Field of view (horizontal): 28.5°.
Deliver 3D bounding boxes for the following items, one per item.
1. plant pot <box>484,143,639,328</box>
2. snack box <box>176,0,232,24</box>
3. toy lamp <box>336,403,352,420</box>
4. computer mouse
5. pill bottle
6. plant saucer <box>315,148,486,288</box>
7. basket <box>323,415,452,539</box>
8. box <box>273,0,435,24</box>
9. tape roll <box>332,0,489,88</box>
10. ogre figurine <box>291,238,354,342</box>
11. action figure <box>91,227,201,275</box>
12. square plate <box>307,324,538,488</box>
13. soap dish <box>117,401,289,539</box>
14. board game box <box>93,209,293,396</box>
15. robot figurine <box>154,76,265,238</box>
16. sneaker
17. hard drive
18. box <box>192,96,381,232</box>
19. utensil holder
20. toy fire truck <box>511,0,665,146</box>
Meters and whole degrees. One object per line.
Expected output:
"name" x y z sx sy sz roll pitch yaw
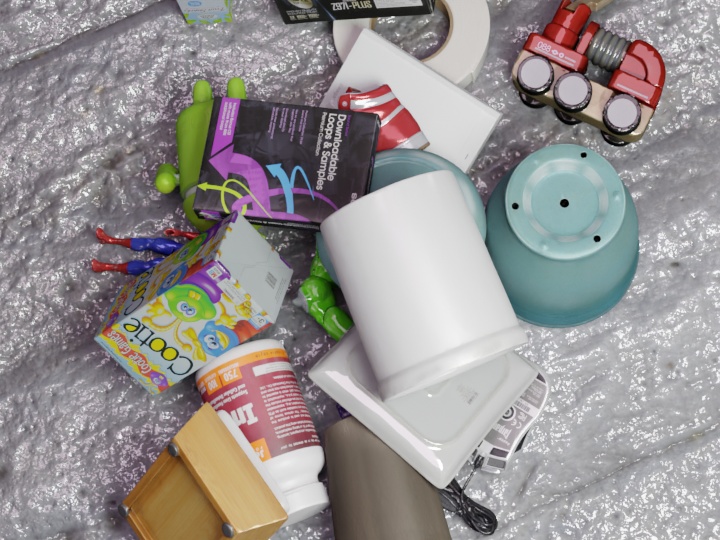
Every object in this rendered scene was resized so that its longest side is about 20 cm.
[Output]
"plant pot" 0.233 -0.052 1.637 0.198 0.188 0.202 -1 75 4
"snack box" -0.205 -0.426 1.766 0.067 0.200 0.170 -2 76 4
"toy lamp" 0.067 0.131 1.670 0.199 0.058 0.058 -27 74 -3
"computer mouse" 0.158 0.198 1.654 0.109 0.044 0.201 32 85 17
"pill bottle" -0.108 0.190 1.638 0.112 0.113 0.201 -22 74 -2
"plant saucer" 0.045 -0.054 1.630 0.198 0.027 0.202 -2 70 7
"basket" 0.029 0.268 1.589 0.135 0.181 0.201 -4 65 -15
"box" -0.004 -0.402 1.768 0.198 0.086 0.165 -1 61 16
"tape roll" 0.065 -0.303 1.797 0.201 0.037 0.204 -1 74 5
"ogre figurine" 0.000 0.000 1.691 0.119 0.098 0.201 25 88 0
"action figure" -0.228 -0.016 1.740 0.198 0.052 0.066 5 72 3
"square plate" 0.075 0.112 1.597 0.198 0.028 0.200 39 60 9
"soap dish" -0.180 0.264 1.586 0.081 0.200 0.158 -22 70 -45
"board game box" -0.191 0.039 1.629 0.199 0.105 0.103 -32 113 28
"robot figurine" -0.164 -0.130 1.727 0.174 0.116 0.202 -6 75 -6
"sneaker" -0.027 -0.147 1.719 0.199 0.071 0.113 -31 93 10
"hard drive" 0.056 -0.189 1.742 0.199 0.026 0.132 33 105 8
"box" -0.084 -0.121 1.636 0.198 0.036 0.144 7 74 7
"utensil holder" 0.065 0.015 1.506 0.169 0.170 0.201 -21 83 -1
"toy fire truck" 0.300 -0.272 1.739 0.175 0.129 0.201 26 88 11
